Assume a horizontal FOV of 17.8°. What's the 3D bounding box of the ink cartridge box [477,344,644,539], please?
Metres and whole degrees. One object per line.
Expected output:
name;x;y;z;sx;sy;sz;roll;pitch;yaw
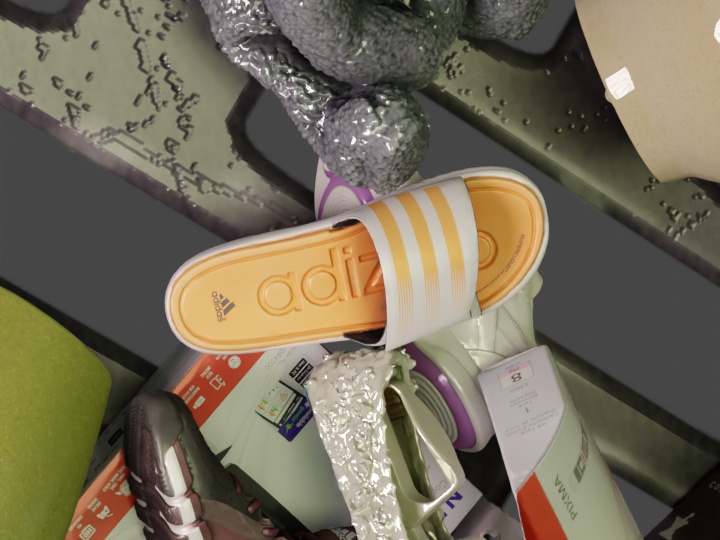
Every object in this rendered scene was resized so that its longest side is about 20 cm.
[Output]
ink cartridge box;0.122;0.152;1.173;0.057;0.200;0.163;-26;114;3

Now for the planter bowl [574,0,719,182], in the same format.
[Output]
planter bowl;0.197;-0.128;1.232;0.134;0.201;0.201;-24;107;16

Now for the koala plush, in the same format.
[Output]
koala plush;0.015;-0.173;1.130;0.183;0.200;0.178;40;66;-2

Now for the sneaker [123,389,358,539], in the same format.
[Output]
sneaker;-0.049;0.136;1.200;0.115;0.076;0.202;-22;116;-18

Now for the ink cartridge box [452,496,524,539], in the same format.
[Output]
ink cartridge box;0.062;0.237;1.273;0.067;0.116;0.201;26;91;-20

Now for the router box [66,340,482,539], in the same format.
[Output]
router box;-0.062;0.137;1.253;0.179;0.049;0.200;42;85;-19

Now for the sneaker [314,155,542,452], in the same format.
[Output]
sneaker;0.041;-0.005;1.262;0.099;0.075;0.201;-33;108;-30

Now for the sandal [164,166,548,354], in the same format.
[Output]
sandal;0.001;0.008;1.177;0.205;0.059;0.080;-16;105;-1

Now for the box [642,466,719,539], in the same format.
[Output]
box;0.228;0.235;1.299;0.200;0.166;0.165;-42;107;-7

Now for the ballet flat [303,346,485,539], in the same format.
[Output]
ballet flat;0.029;0.132;1.186;0.071;0.072;0.202;-20;85;-13

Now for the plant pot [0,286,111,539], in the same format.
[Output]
plant pot;-0.217;0.111;1.147;0.187;0.187;0.201;41;71;-19
